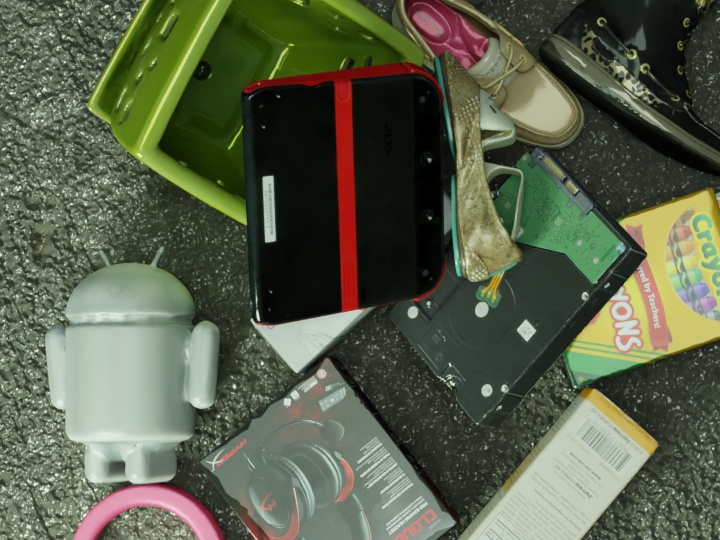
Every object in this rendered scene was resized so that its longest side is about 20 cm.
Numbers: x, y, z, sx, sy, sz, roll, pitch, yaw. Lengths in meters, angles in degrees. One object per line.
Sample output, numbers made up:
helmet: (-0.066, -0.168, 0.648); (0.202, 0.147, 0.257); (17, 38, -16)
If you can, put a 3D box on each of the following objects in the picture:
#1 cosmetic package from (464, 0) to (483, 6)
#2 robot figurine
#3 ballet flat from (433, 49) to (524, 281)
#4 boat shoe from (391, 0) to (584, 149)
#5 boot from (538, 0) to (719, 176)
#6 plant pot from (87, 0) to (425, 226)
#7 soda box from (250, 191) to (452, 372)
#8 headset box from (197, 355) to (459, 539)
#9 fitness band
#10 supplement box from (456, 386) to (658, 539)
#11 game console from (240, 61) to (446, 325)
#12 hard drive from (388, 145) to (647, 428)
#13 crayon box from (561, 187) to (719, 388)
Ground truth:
cosmetic package: (0.163, -0.313, 1.529); (0.199, 0.101, 0.072); (-29, 84, 2)
robot figurine: (-0.198, 0.081, 1.528); (0.168, 0.113, 0.202); (-1, 86, 19)
ballet flat: (0.102, -0.090, 1.483); (0.065, 0.071, 0.202); (-7, 77, 5)
boat shoe: (0.107, -0.177, 1.539); (0.199, 0.069, 0.074); (36, 90, 7)
boot: (0.270, -0.188, 1.524); (0.199, 0.073, 0.151); (34, 84, 1)
plant pot: (-0.100, -0.156, 1.481); (0.199, 0.181, 0.200); (30, 90, -34)
soda box: (0.000, 0.000, 1.539); (0.200, 0.068, 0.064); (-43, 84, 1)
headset box: (-0.019, 0.197, 1.523); (0.148, 0.075, 0.201); (-38, 84, 1)
fitness band: (-0.175, 0.286, 1.551); (0.142, 0.037, 0.202); (-20, 86, 3)
supplement box: (0.155, 0.196, 1.483); (0.073, 0.126, 0.200); (40, 91, 5)
game console: (-0.012, -0.062, 1.441); (0.175, 0.031, 0.202); (-9, 108, -21)
hard drive: (0.129, 0.013, 1.493); (0.200, 0.038, 0.140); (-51, 57, 17)
crayon box: (0.255, 0.010, 1.523); (0.198, 0.051, 0.128); (-20, 84, 3)
